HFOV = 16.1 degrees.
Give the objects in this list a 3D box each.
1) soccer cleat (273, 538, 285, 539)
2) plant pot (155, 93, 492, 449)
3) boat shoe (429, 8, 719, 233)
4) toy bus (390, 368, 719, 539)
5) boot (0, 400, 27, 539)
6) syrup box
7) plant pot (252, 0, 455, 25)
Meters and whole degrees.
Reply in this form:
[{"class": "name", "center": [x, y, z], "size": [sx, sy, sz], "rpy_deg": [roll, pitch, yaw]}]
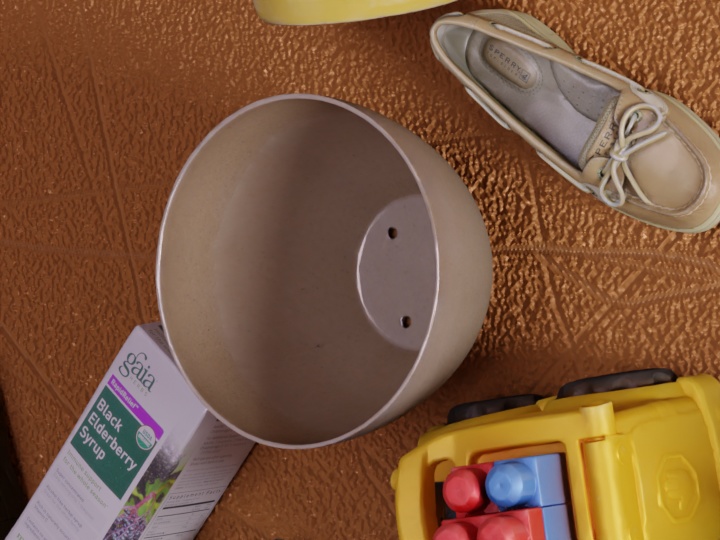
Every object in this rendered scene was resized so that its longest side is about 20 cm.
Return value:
[{"class": "soccer cleat", "center": [-0.088, 0.248, 1.601], "size": [0.200, 0.065, 0.084], "rpy_deg": [-49, 34, 30]}, {"class": "plant pot", "center": [0.000, 0.000, 1.482], "size": [0.200, 0.134, 0.200], "rpy_deg": [0, 91, 36]}, {"class": "boat shoe", "center": [0.123, -0.086, 1.437], "size": [0.201, 0.063, 0.073], "rpy_deg": [42, 113, 29]}, {"class": "toy bus", "center": [0.085, 0.133, 1.387], "size": [0.200, 0.192, 0.136], "rpy_deg": [-12, 84, 37]}, {"class": "boot", "center": [-0.307, 0.167, 1.741], "size": [0.155, 0.072, 0.200], "rpy_deg": [-22, 72, 33]}, {"class": "syrup box", "center": [-0.142, 0.132, 1.616], "size": [0.079, 0.081, 0.200], "rpy_deg": [44, 115, 26]}, {"class": "plant pot", "center": [-0.007, -0.246, 1.466], "size": [0.201, 0.201, 0.189], "rpy_deg": [1, 107, 36]}]
